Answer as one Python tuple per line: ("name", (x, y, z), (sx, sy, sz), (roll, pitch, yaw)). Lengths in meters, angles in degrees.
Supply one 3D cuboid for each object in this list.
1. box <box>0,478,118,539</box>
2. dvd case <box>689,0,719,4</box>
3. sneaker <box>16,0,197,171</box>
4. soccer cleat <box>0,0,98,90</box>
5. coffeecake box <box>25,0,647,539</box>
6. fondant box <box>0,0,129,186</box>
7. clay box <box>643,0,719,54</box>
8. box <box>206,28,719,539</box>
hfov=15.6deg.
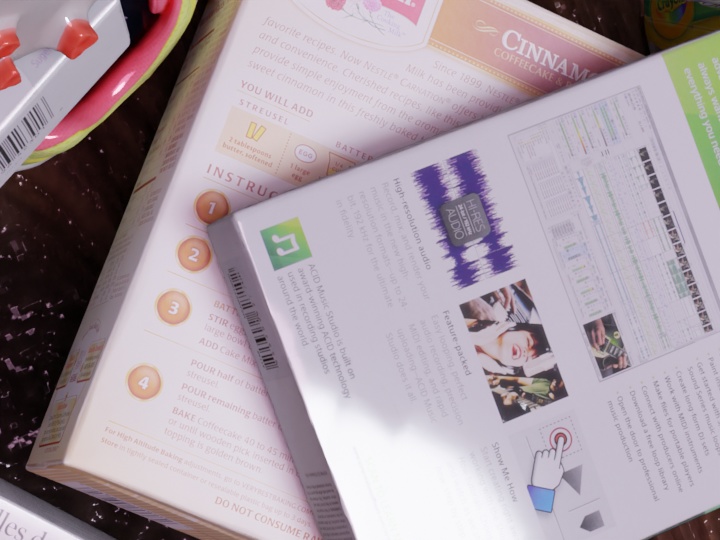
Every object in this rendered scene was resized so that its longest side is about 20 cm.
("box", (-0.088, 0.117, 0.920), (0.200, 0.041, 0.039), (31, 89, -22))
("dvd case", (0.154, -0.143, 0.870), (0.150, 0.200, 0.025), (-41, 108, -8))
("sneaker", (-0.070, -0.115, 0.857), (0.078, 0.090, 0.200), (28, 88, -20))
("soccer cleat", (-0.137, -0.071, 0.723), (0.200, 0.069, 0.078), (-38, 75, -6))
("coffeecake box", (0.000, 0.000, 0.871), (0.153, 0.073, 0.200), (24, 78, -14))
("fondant box", (-0.190, -0.086, 0.784), (0.200, 0.058, 0.144), (40, 83, 5))
("clay box", (0.158, -0.023, 0.940), (0.048, 0.115, 0.200), (-17, 105, -16))
("box", (0.067, 0.017, 0.836), (0.200, 0.036, 0.145), (-21, 92, -18))
